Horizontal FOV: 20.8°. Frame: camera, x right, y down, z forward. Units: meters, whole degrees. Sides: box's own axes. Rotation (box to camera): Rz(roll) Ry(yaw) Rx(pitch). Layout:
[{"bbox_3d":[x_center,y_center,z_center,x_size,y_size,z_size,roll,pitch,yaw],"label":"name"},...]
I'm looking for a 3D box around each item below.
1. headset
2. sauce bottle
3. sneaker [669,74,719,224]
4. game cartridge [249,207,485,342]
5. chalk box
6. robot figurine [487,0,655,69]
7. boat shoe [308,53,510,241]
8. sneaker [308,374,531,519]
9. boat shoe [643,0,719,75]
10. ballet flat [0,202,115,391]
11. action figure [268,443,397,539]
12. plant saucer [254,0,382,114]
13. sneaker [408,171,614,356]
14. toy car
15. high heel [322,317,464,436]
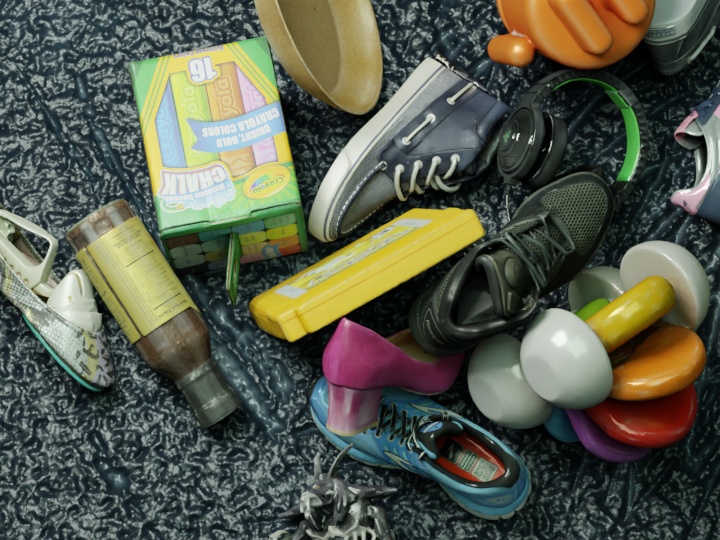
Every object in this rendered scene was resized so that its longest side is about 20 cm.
[{"bbox_3d":[0.156,-0.083,1.673,0.124,0.094,0.200,47,76,-18],"label":"headset"},{"bbox_3d":[-0.169,0.039,1.633,0.064,0.065,0.201,-32,91,-9],"label":"sauce bottle"},{"bbox_3d":[0.316,-0.138,1.694,0.081,0.070,0.202,9,71,0],"label":"sneaker"},{"bbox_3d":[0.000,0.000,1.589,0.175,0.200,0.033,-29,95,-9],"label":"game cartridge"},{"bbox_3d":[-0.113,-0.074,1.651,0.123,0.125,0.202,-12,74,-3],"label":"chalk box"},{"bbox_3d":[0.182,-0.235,1.668,0.116,0.200,0.145,10,100,-13],"label":"robot figurine"},{"bbox_3d":[0.046,-0.090,1.675,0.092,0.075,0.200,32,75,22],"label":"boat shoe"},{"bbox_3d":[0.051,0.130,1.602,0.199,0.090,0.079,24,74,9],"label":"sneaker"},{"bbox_3d":[0.302,-0.250,1.732,0.071,0.068,0.201,6,46,31],"label":"boat shoe"},{"bbox_3d":[-0.266,0.012,1.647,0.072,0.072,0.200,-42,76,-12],"label":"ballet flat"},{"bbox_3d":[-0.022,0.238,1.560,0.118,0.102,0.202,-16,75,25],"label":"action figure"},{"bbox_3d":[-0.043,-0.224,1.676,0.035,0.200,0.202,-17,71,24],"label":"plant saucer"},{"bbox_3d":[0.133,-0.008,1.532,0.199,0.114,0.076,-36,94,-15],"label":"sneaker"},{"bbox_3d":[0.200,0.080,1.573,0.175,0.200,0.151,-33,92,-29],"label":"toy car"},{"bbox_3d":[0.032,0.054,1.577,0.067,0.097,0.200,21,28,31],"label":"high heel"}]
